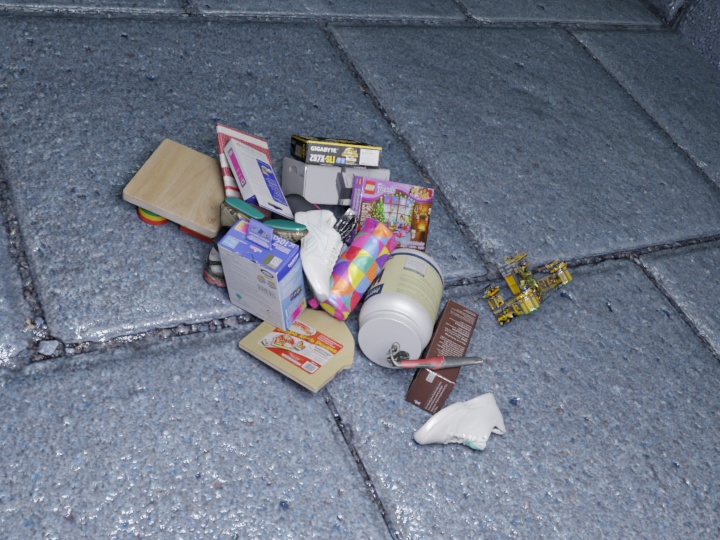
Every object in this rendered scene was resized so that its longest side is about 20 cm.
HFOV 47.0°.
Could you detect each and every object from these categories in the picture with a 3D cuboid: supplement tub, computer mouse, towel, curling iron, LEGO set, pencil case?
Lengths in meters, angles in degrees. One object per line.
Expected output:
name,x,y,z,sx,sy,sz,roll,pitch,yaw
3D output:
supplement tub,0.077,0.071,1.582,0.142,0.147,0.202,23,42,-1
computer mouse,-0.109,-0.096,1.622,0.199,0.053,0.139,33,83,36
towel,-0.231,-0.192,1.693,0.143,0.023,0.204,14,58,-49
curling iron,0.132,0.154,1.462,0.196,0.026,0.050,5,49,-23
LEGO set,0.340,0.016,1.749,0.198,0.153,0.117,-31,91,-30
pencil case,-0.013,-0.002,1.570,0.088,0.089,0.201,34,72,13

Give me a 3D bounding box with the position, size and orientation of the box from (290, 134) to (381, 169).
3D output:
box,-0.056,-0.250,1.738,0.156,0.051,0.200,1,12,-14

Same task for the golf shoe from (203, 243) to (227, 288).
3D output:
golf shoe,-0.208,-0.033,1.599,0.198,0.093,0.073,-21,55,-41

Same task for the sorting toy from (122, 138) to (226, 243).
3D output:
sorting toy,-0.349,-0.151,1.670,0.195,0.070,0.202,23,42,-1

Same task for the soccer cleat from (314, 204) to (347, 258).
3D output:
soccer cleat,-0.070,-0.055,1.713,0.085,0.070,0.202,15,39,-39

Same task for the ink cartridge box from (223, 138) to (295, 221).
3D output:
ink cartridge box,-0.199,-0.170,1.616,0.094,0.037,0.202,22,30,-45

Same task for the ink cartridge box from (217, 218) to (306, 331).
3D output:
ink cartridge box,-0.174,-0.001,1.476,0.134,0.202,0.077,25,57,21

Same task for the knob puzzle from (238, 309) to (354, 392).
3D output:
knob puzzle,-0.097,0.136,1.516,0.214,0.031,0.221,8,33,-5

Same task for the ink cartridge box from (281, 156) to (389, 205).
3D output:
ink cartridge box,-0.056,-0.189,1.778,0.196,0.086,0.145,1,12,-27

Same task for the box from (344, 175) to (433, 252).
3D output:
box,0.063,-0.117,1.748,0.197,0.140,0.039,4,6,-38

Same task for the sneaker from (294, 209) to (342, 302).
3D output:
sneaker,-0.071,-0.036,1.514,0.078,0.071,0.204,-13,54,3

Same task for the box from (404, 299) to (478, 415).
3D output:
box,0.156,0.160,1.562,0.074,0.101,0.201,27,43,4

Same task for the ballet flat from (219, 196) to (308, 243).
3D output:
ballet flat,-0.179,-0.072,1.519,0.197,0.077,0.067,21,22,26

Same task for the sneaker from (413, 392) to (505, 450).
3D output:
sneaker,0.186,0.285,1.478,0.197,0.075,0.090,-13,65,-35
